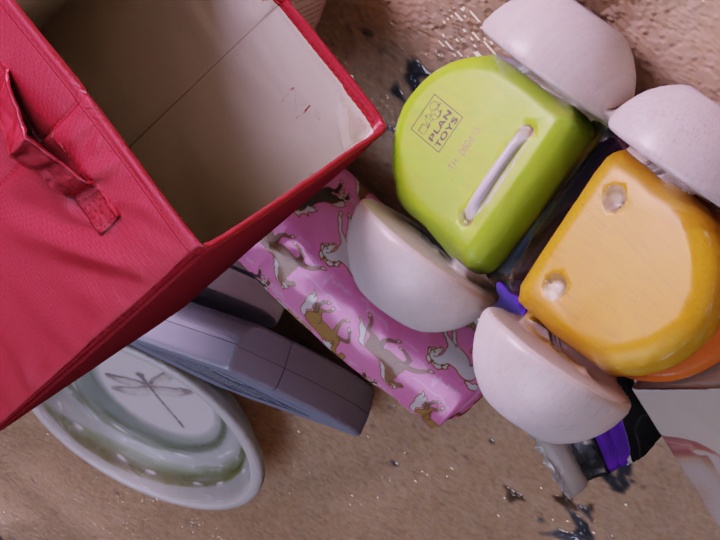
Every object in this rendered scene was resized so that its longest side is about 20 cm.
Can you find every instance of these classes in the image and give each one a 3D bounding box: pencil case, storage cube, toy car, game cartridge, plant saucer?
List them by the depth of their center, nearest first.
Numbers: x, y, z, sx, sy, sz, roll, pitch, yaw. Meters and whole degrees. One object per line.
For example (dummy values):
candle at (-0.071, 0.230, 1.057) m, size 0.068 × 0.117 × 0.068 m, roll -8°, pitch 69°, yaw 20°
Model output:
storage cube at (-0.132, -0.061, 1.000) m, size 0.180 × 0.200 × 0.171 m, roll -39°, pitch 89°, yaw 37°
toy car at (0.107, -0.023, 1.011) m, size 0.200 × 0.176 × 0.150 m, roll 40°, pitch -168°, yaw 27°
pencil case at (0.000, 0.000, 1.189) m, size 0.200 × 0.087 × 0.083 m, roll 41°, pitch 113°, yaw 1°
game cartridge at (-0.072, 0.057, 1.301) m, size 0.132 × 0.042 × 0.200 m, roll 13°, pitch 170°, yaw 26°
plant saucer at (-0.150, 0.093, 1.479) m, size 0.199 × 0.050 × 0.201 m, roll 20°, pitch 146°, yaw 14°

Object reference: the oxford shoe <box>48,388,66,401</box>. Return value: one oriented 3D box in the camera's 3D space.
oxford shoe at (-0.277, 0.017, 1.518) m, size 0.200 × 0.071 × 0.071 m, roll 47°, pitch 142°, yaw -8°

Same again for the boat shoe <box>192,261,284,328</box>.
boat shoe at (-0.124, -0.031, 1.245) m, size 0.199 × 0.066 × 0.073 m, roll 31°, pitch 156°, yaw -37°

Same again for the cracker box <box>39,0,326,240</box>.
cracker box at (-0.104, -0.117, 1.112) m, size 0.133 × 0.058 × 0.201 m, roll 32°, pitch 119°, yaw 14°

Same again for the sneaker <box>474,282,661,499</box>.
sneaker at (0.109, 0.012, 1.116) m, size 0.201 × 0.099 × 0.070 m, roll 65°, pitch -172°, yaw 7°

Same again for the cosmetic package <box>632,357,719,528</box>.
cosmetic package at (0.236, 0.100, 1.058) m, size 0.087 × 0.103 × 0.201 m, roll -6°, pitch 124°, yaw 48°
